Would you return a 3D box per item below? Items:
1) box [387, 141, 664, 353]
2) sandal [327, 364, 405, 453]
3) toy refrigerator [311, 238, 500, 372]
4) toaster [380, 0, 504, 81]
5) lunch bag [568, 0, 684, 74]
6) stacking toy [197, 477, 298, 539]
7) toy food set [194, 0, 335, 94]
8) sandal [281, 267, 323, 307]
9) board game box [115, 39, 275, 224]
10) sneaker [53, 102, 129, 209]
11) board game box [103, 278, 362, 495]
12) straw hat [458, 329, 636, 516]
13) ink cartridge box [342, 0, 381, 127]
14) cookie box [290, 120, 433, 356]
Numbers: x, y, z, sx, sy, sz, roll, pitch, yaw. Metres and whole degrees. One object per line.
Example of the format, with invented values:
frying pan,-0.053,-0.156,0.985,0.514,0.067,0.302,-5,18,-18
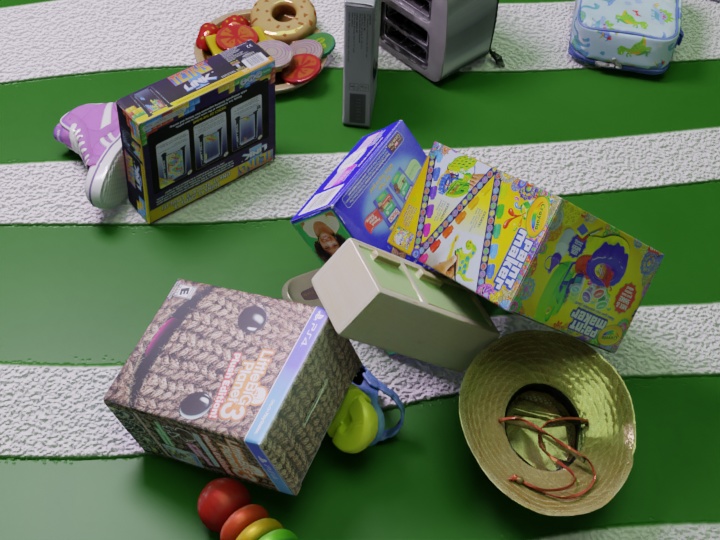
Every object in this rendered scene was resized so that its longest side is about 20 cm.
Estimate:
box,0.174,-0.022,1.235,0.199,0.123,0.192,21,7,-44
sandal,-0.018,0.123,1.267,0.087,0.080,0.200,10,33,-40
toy refrigerator,0.051,0.037,1.184,0.199,0.070,0.076,20,32,-45
toaster,0.106,-0.386,1.658,0.118,0.182,0.200,-34,57,-27
lunch bag,0.396,-0.378,1.737,0.159,0.083,0.201,10,48,6
stacking toy,-0.091,0.273,1.117,0.085,0.086,0.200,-31,51,-28
toy food set,-0.137,-0.319,1.664,0.198,0.049,0.199,-15,51,-18
sandal,0.000,0.001,1.375,0.200,0.058,0.080,-24,54,-30
board game box,-0.197,-0.171,1.445,0.199,0.166,0.057,-30,58,-28
sneaker,-0.341,-0.146,1.483,0.113,0.073,0.201,4,37,4
board game box,-0.127,0.113,1.184,0.198,0.097,0.160,9,56,30
straw hat,0.185,0.171,1.219,0.199,0.085,0.203,4,60,-6
ink cartridge box,0.006,-0.326,1.578,0.043,0.201,0.175,7,48,4
cookie box,0.041,-0.035,1.326,0.075,0.201,0.171,-17,27,46
